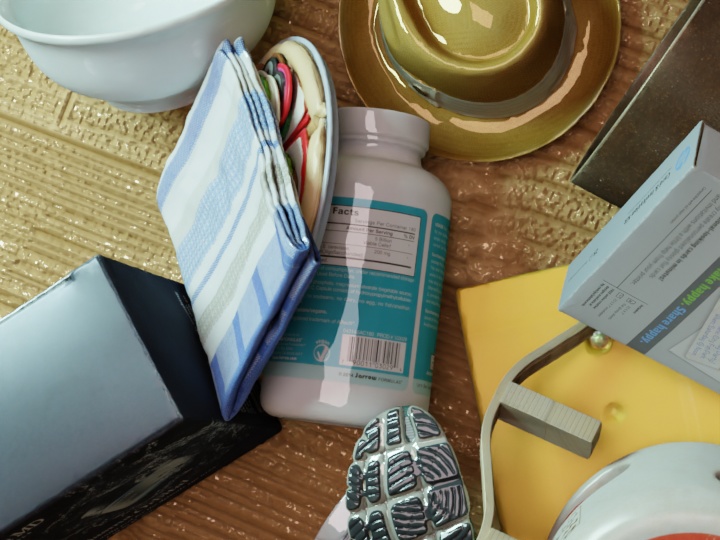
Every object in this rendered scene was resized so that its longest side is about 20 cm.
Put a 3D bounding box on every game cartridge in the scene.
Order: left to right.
[{"bbox_3d":[0.163,0.091,1.029,0.175,0.032,0.202,-12,82,13],"label":"game cartridge"}]

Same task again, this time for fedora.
[{"bbox_3d":[0.071,-0.171,1.060,0.199,0.082,0.202,-2,81,14],"label":"fedora"}]

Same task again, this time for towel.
[{"bbox_3d":[-0.082,-0.029,0.996,0.147,0.024,0.201,-61,36,37],"label":"towel"}]

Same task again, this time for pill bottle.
[{"bbox_3d":[0.000,0.000,1.041,0.110,0.111,0.202,6,83,15],"label":"pill bottle"}]

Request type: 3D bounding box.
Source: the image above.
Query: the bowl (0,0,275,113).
[{"bbox_3d":[-0.141,-0.170,1.092,0.199,0.091,0.202,-8,36,6],"label":"bowl"}]

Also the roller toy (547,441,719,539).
[{"bbox_3d":[0.187,0.201,0.928,0.198,0.140,0.184,-8,97,12],"label":"roller toy"}]

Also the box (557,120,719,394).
[{"bbox_3d":[0.237,0.016,0.925,0.199,0.156,0.041,27,52,-9],"label":"box"}]

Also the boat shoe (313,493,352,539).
[{"bbox_3d":[-0.009,0.216,1.033,0.068,0.072,0.201,30,93,19],"label":"boat shoe"}]

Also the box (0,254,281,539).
[{"bbox_3d":[-0.182,0.100,1.029,0.196,0.200,0.118,-32,76,9],"label":"box"}]

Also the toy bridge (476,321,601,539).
[{"bbox_3d":[0.112,0.089,0.973,0.067,0.027,0.201,22,63,16],"label":"toy bridge"}]

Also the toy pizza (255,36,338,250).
[{"bbox_3d":[-0.068,-0.053,1.038,0.032,0.200,0.202,10,83,-24],"label":"toy pizza"}]

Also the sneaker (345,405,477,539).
[{"bbox_3d":[0.044,0.176,0.995,0.077,0.080,0.201,-12,102,14],"label":"sneaker"}]

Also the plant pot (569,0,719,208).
[{"bbox_3d":[0.259,-0.073,0.963,0.199,0.187,0.187,35,92,2],"label":"plant pot"}]
